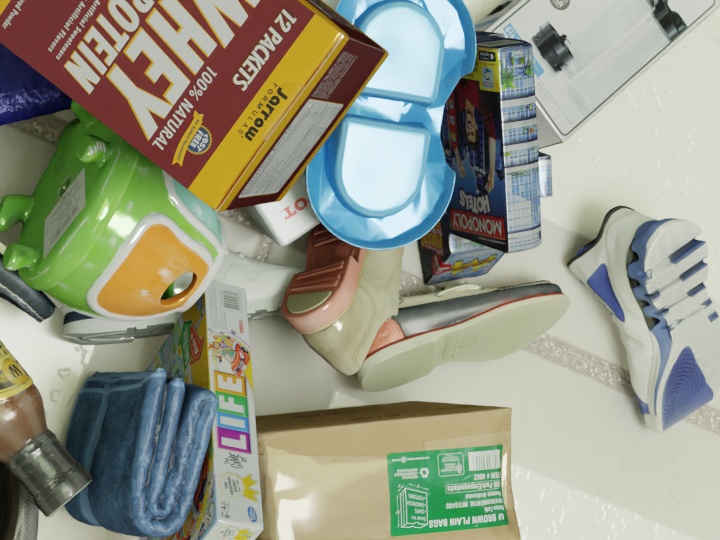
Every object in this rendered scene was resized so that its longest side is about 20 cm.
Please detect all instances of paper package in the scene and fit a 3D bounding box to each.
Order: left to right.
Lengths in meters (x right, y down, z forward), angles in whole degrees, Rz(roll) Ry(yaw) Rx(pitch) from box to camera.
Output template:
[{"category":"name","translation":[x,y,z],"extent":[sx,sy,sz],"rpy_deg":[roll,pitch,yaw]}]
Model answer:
[{"category":"paper package","translation":[-0.011,0.156,1.287],"extent":[0.199,0.191,0.104],"rpy_deg":[-3,89,-23]}]

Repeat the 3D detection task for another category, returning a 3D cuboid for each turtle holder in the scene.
[{"category":"turtle holder","translation":[-0.171,-0.037,1.230],"extent":[0.132,0.185,0.141],"rpy_deg":[30,84,-25]}]

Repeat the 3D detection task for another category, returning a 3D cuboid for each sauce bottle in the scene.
[{"category":"sauce bottle","translation":[-0.257,0.076,1.186],"extent":[0.065,0.065,0.200],"rpy_deg":[-41,93,-19]}]

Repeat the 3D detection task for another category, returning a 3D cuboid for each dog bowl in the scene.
[{"category":"dog bowl","translation":[0.016,-0.117,1.278],"extent":[0.111,0.050,0.201],"rpy_deg":[7,96,-17]}]

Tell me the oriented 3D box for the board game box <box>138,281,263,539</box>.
[{"category":"board game box","translation":[-0.115,0.126,1.225],"extent":[0.034,0.135,0.200],"rpy_deg":[14,45,-23]}]

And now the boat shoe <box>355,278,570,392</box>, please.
[{"category":"boat shoe","translation":[0.073,0.038,1.399],"extent":[0.199,0.071,0.063],"rpy_deg":[-16,54,-23]}]

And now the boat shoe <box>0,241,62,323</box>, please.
[{"category":"boat shoe","translation":[-0.303,-0.017,1.245],"extent":[0.200,0.075,0.062],"rpy_deg":[36,74,-13]}]

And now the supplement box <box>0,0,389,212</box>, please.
[{"category":"supplement box","translation":[-0.109,-0.152,1.147],"extent":[0.197,0.200,0.133],"rpy_deg":[38,98,4]}]

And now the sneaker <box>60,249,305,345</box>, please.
[{"category":"sneaker","translation":[-0.128,0.005,1.318],"extent":[0.199,0.076,0.081],"rpy_deg":[-4,77,-24]}]

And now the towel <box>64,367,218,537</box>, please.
[{"category":"towel","translation":[-0.163,0.124,1.223],"extent":[0.048,0.200,0.112],"rpy_deg":[17,80,-24]}]

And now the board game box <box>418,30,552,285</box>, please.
[{"category":"board game box","translation":[0.090,-0.081,1.367],"extent":[0.062,0.200,0.201],"rpy_deg":[-10,104,-21]}]

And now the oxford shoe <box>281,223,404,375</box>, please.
[{"category":"oxford shoe","translation":[0.000,0.000,1.346],"extent":[0.074,0.071,0.200],"rpy_deg":[58,38,-25]}]

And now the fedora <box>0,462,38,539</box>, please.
[{"category":"fedora","translation":[-0.317,0.177,1.215],"extent":[0.177,0.090,0.200],"rpy_deg":[26,65,-21]}]

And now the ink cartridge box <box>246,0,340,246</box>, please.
[{"category":"ink cartridge box","translation":[-0.058,-0.139,1.325],"extent":[0.144,0.085,0.200],"rpy_deg":[-34,106,-7]}]

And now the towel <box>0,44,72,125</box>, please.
[{"category":"towel","translation":[-0.312,-0.150,1.245],"extent":[0.199,0.050,0.148],"rpy_deg":[-15,65,-20]}]

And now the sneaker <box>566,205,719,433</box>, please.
[{"category":"sneaker","translation":[0.235,0.023,1.457],"extent":[0.080,0.115,0.200],"rpy_deg":[-27,125,-20]}]

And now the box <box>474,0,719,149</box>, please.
[{"category":"box","translation":[0.189,-0.205,1.464],"extent":[0.200,0.060,0.117],"rpy_deg":[-40,101,-20]}]
